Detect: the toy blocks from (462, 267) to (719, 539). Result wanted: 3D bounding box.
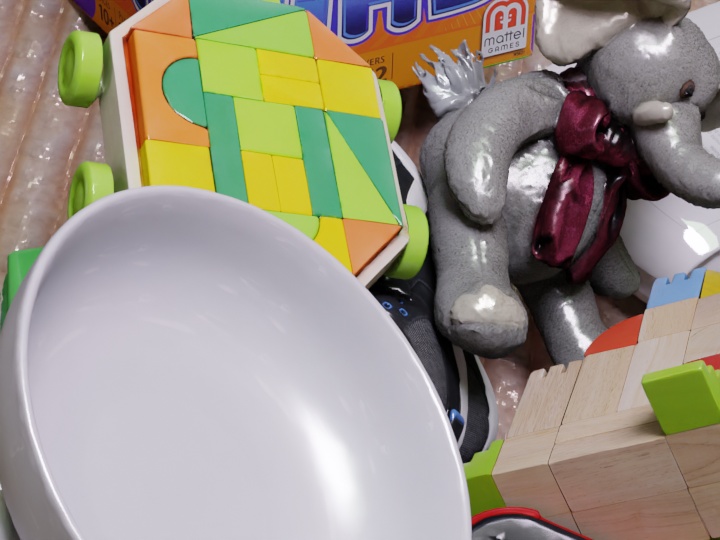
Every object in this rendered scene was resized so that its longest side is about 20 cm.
[{"bbox_3d":[0.145,0.049,0.769,0.199,0.100,0.137,-16,24,27],"label":"toy blocks"}]

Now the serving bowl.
[{"bbox_3d":[-0.053,0.072,0.671,0.199,0.066,0.201,27,44,-29],"label":"serving bowl"}]

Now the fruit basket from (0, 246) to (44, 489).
[{"bbox_3d":[-0.093,0.083,0.843,0.184,0.094,0.201,-10,68,-20],"label":"fruit basket"}]

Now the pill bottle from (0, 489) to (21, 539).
[{"bbox_3d":[-0.175,0.172,0.655,0.199,0.114,0.115,-31,52,14],"label":"pill bottle"}]

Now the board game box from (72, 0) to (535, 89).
[{"bbox_3d":[-0.037,-0.222,0.998,0.199,0.201,0.200,-16,35,-25],"label":"board game box"}]

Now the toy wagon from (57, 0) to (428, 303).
[{"bbox_3d":[-0.052,-0.070,0.804,0.154,0.040,0.201,7,56,-26],"label":"toy wagon"}]

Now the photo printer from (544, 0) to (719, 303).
[{"bbox_3d":[0.193,-0.065,1.031,0.199,0.070,0.167,-22,58,-25],"label":"photo printer"}]

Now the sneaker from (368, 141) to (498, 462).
[{"bbox_3d":[0.000,0.000,0.853,0.073,0.112,0.201,-29,78,13],"label":"sneaker"}]

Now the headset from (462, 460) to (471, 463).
[{"bbox_3d":[0.059,0.135,0.796,0.199,0.094,0.124,0,66,-29],"label":"headset"}]

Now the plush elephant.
[{"bbox_3d":[0.116,-0.057,0.884,0.164,0.154,0.201,28,39,-50],"label":"plush elephant"}]

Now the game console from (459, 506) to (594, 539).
[{"bbox_3d":[0.096,0.198,0.692,0.199,0.031,0.178,22,75,9],"label":"game console"}]
